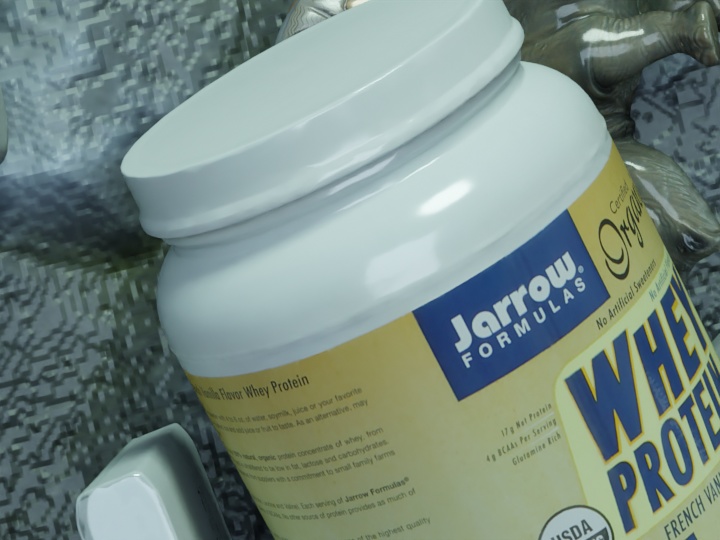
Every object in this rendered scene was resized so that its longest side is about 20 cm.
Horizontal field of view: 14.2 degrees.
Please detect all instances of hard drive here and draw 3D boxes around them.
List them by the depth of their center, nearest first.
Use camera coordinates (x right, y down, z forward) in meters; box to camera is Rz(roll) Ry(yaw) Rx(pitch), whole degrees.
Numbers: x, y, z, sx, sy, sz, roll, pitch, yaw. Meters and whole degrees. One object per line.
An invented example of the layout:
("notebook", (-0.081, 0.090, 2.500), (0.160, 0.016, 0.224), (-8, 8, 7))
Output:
("hard drive", (-0.046, 0.118, 0.895), (0.026, 0.200, 0.133), (-22, 91, 0))

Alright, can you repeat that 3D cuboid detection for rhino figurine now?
("rhino figurine", (0.078, -0.078, 0.964), (0.087, 0.060, 0.201), (-10, 92, 18))

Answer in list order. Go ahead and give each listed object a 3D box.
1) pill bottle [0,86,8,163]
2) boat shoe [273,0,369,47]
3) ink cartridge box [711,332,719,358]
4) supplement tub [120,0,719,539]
("pill bottle", (-0.222, -0.060, 0.935), (0.199, 0.111, 0.112), (-15, 91, -1))
("boat shoe", (0.000, 0.000, 0.961), (0.075, 0.072, 0.201), (1, 101, -10))
("ink cartridge box", (0.205, 0.080, 0.965), (0.200, 0.068, 0.115), (43, 89, -1))
("supplement tub", (0.027, 0.028, 0.860), (0.144, 0.144, 0.201), (-28, 105, -1))
